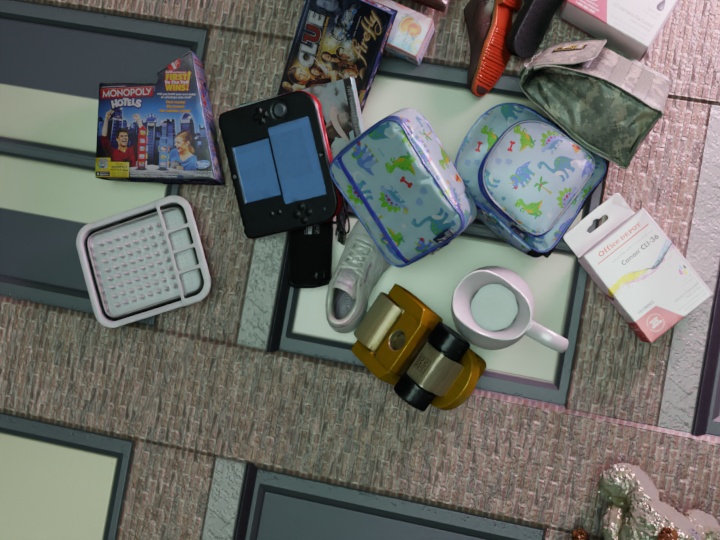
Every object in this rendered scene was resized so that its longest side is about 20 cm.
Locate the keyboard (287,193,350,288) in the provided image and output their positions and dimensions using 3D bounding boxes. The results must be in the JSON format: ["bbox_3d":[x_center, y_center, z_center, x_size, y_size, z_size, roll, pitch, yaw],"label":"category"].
[{"bbox_3d":[-0.060,-0.072,1.420,0.103,0.040,0.203,0,83,22],"label":"keyboard"}]

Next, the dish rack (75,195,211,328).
[{"bbox_3d":[-0.340,-0.013,1.442,0.198,0.044,0.174,-17,86,6],"label":"dish rack"}]

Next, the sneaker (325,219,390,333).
[{"bbox_3d":[0.000,0.000,1.372,0.074,0.100,0.202,18,88,9],"label":"sneaker"}]

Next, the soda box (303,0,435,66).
[{"bbox_3d":[0.014,-0.390,1.402,0.198,0.068,0.064,27,93,8],"label":"soda box"}]

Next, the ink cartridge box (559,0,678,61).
[{"bbox_3d":[0.412,-0.439,1.349,0.145,0.085,0.201,32,90,7],"label":"ink cartridge box"}]

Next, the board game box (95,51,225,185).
[{"bbox_3d":[-0.313,-0.241,1.439,0.197,0.062,0.203,2,87,7],"label":"board game box"}]

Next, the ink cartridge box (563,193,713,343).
[{"bbox_3d":[0.404,-0.008,1.338,0.116,0.067,0.201,-39,84,4],"label":"ink cartridge box"}]

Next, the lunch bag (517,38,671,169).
[{"bbox_3d":[0.331,-0.260,1.301,0.199,0.164,0.118,32,123,7],"label":"lunch bag"}]

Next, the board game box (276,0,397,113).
[{"bbox_3d":[-0.040,-0.323,1.381,0.134,0.035,0.202,25,117,8],"label":"board game box"}]

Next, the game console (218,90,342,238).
[{"bbox_3d":[-0.124,-0.161,1.389,0.175,0.031,0.203,-11,95,21],"label":"game console"}]

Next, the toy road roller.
[{"bbox_3d":[0.097,0.127,1.358,0.124,0.145,0.200,-55,46,6],"label":"toy road roller"}]

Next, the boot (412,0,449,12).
[{"bbox_3d":[0.052,-0.481,1.403,0.197,0.064,0.188,9,53,-11],"label":"boot"}]

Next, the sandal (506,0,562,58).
[{"bbox_3d":[0.274,-0.423,1.375,0.048,0.075,0.202,37,99,47],"label":"sandal"}]

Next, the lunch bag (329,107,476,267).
[{"bbox_3d":[0.059,-0.115,1.306,0.160,0.082,0.201,-29,96,36],"label":"lunch bag"}]

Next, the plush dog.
[{"bbox_3d":[0.398,0.406,1.295,0.199,0.160,0.173,32,115,7],"label":"plush dog"}]

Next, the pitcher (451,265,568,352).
[{"bbox_3d":[0.210,0.066,1.292,0.171,0.200,0.122,32,91,7],"label":"pitcher"}]

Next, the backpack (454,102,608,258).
[{"bbox_3d":[0.238,-0.142,1.326,0.199,0.147,0.184,36,89,11],"label":"backpack"}]

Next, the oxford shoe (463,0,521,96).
[{"bbox_3d":[0.192,-0.368,1.392,0.072,0.071,0.202,17,93,36],"label":"oxford shoe"}]

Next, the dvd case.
[{"bbox_3d":[-0.088,-0.204,1.397,0.198,0.022,0.148,-9,96,20],"label":"dvd case"}]
